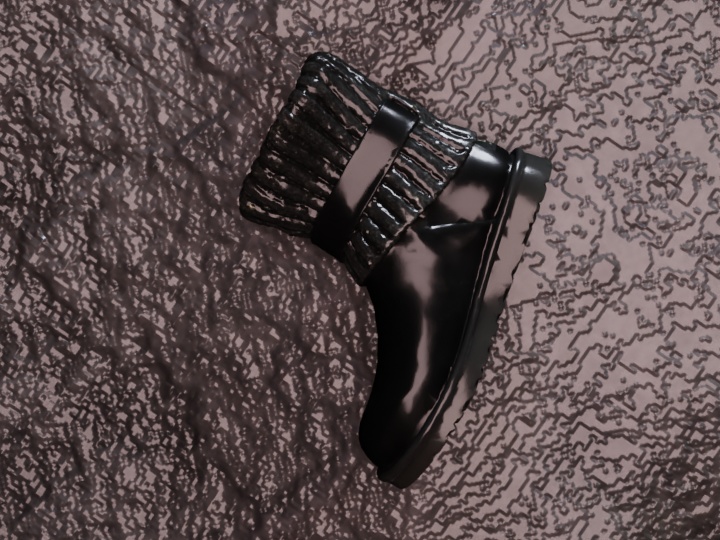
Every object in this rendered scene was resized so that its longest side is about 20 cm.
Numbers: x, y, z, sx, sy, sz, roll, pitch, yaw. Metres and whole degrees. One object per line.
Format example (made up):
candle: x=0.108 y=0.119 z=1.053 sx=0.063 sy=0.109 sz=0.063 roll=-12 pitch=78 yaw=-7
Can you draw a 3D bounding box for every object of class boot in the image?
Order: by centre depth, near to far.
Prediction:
boot: x=0.000 y=0.000 z=1.292 sx=0.157 sy=0.079 sz=0.212 roll=21 pitch=84 yaw=-6
